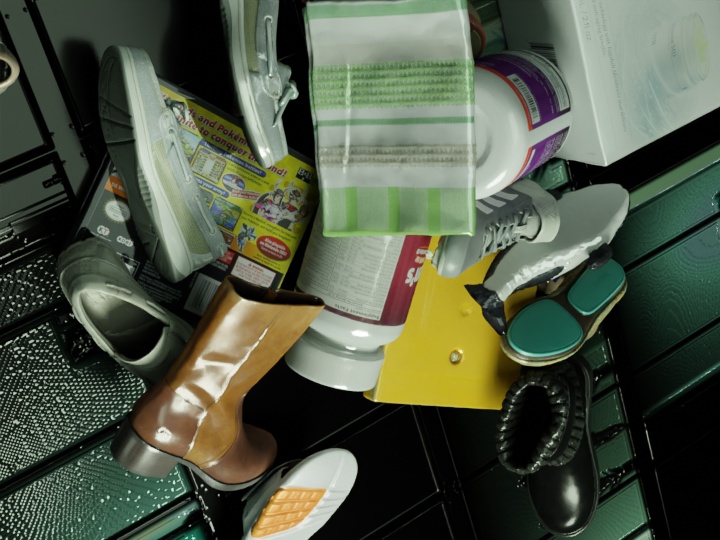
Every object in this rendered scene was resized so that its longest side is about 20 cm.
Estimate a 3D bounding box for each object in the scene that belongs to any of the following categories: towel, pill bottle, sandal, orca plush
[{"bbox_3d":[0.023,-0.128,0.981,0.031,0.148,0.203,-20,108,-62],"label":"towel"},{"bbox_3d":[0.000,0.000,1.088,0.109,0.109,0.202,9,105,-31],"label":"pill bottle"},{"bbox_3d":[-0.087,0.236,1.133,0.079,0.059,0.207,23,111,-41],"label":"sandal"},{"bbox_3d":[0.123,-0.136,1.064,0.200,0.111,0.114,-31,121,-60],"label":"pill bottle"},{"bbox_3d":[0.191,-0.006,1.175,0.200,0.105,0.071,-50,154,-25],"label":"orca plush"}]

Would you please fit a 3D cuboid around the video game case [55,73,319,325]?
[{"bbox_3d":[-0.142,-0.049,1.049,0.199,0.025,0.182,26,88,-31],"label":"video game case"}]

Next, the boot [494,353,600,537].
[{"bbox_3d":[0.194,0.194,1.228,0.158,0.079,0.214,-24,110,-68],"label":"boot"}]

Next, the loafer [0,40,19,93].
[{"bbox_3d":[-0.354,-0.142,0.882,0.198,0.063,0.073,-16,109,-26],"label":"loafer"}]

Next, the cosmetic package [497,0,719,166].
[{"bbox_3d":[0.261,-0.239,1.182,0.199,0.123,0.201,-27,114,-23],"label":"cosmetic package"}]

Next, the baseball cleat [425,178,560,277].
[{"bbox_3d":[0.128,-0.046,1.084,0.105,0.200,0.070,19,124,7],"label":"baseball cleat"}]

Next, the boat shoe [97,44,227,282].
[{"bbox_3d":[-0.162,-0.091,0.975,0.064,0.074,0.204,-26,116,-27],"label":"boat shoe"}]

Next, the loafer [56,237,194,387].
[{"bbox_3d":[-0.187,0.057,1.004,0.070,0.070,0.200,-31,130,8],"label":"loafer"}]

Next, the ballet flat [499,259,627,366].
[{"bbox_3d":[0.203,0.054,1.212,0.199,0.070,0.071,-34,118,-39],"label":"ballet flat"}]

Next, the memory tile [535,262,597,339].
[{"bbox_3d":[0.185,0.000,1.255,0.198,0.017,0.155,3,100,-30],"label":"memory tile"}]

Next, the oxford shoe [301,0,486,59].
[{"bbox_3d":[0.021,-0.251,1.083,0.198,0.075,0.071,23,129,-20],"label":"oxford shoe"}]

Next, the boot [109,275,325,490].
[{"bbox_3d":[-0.099,0.093,1.032,0.187,0.069,0.201,21,114,-42],"label":"boot"}]

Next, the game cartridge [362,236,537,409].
[{"bbox_3d":[0.097,0.036,1.189,0.175,0.032,0.203,8,95,-31],"label":"game cartridge"}]

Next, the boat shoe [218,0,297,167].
[{"bbox_3d":[-0.081,-0.191,0.996,0.064,0.074,0.205,-8,90,-7],"label":"boat shoe"}]
